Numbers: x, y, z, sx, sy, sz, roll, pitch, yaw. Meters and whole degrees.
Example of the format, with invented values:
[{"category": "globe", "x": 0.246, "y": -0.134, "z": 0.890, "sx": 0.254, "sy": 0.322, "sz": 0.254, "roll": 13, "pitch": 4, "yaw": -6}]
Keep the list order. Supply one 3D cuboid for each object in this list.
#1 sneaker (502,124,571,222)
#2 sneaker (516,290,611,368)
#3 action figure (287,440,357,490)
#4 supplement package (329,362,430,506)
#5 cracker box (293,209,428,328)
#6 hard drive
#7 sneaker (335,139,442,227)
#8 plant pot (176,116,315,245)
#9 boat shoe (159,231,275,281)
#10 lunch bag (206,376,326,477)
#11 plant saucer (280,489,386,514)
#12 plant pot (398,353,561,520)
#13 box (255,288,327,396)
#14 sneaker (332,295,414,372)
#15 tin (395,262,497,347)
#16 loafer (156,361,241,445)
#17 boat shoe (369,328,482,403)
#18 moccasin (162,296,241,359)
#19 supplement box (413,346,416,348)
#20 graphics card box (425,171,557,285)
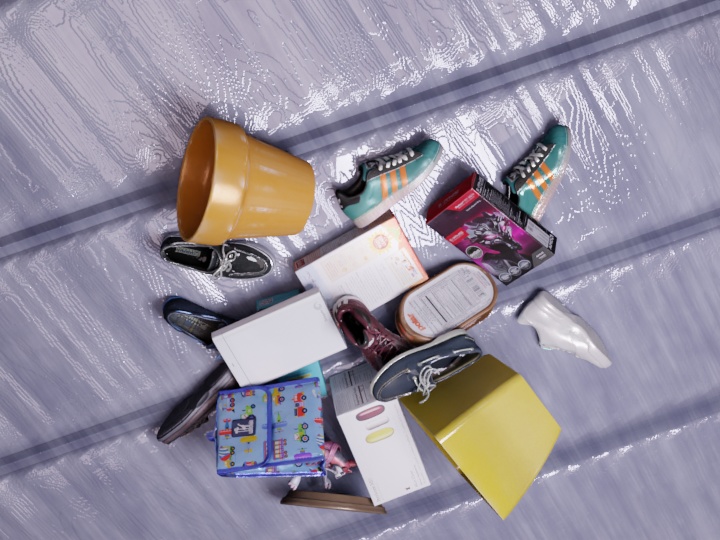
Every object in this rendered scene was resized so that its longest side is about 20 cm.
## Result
[{"category": "sneaker", "x": 0.297, "y": -0.164, "z": 1.523, "sx": 0.080, "sy": 0.071, "sz": 0.200, "roll": 16, "pitch": 107, "yaw": -17}, {"category": "sneaker", "x": 0.379, "y": 0.126, "z": 1.640, "sx": 0.200, "sy": 0.075, "sz": 0.088, "roll": 40, "pitch": 112, "yaw": -11}, {"category": "action figure", "x": -0.098, "y": 0.324, "z": 1.609, "sx": 0.200, "sy": 0.134, "sz": 0.149, "roll": 11, "pitch": 82, "yaw": 12}, {"category": "supplement package", "x": 0.033, "y": 0.291, "z": 1.596, "sx": 0.111, "sy": 0.156, "sz": 0.200, "roll": -21, "pitch": 110, "yaw": 1}, {"category": "cracker box", "x": 0.000, "y": 0.000, "z": 1.547, "sx": 0.200, "sy": 0.058, "sz": 0.134, "roll": -29, "pitch": 110, "yaw": 2}, {"category": "hard drive", "x": -0.139, "y": 0.121, "z": 1.521, "sx": 0.200, "sy": 0.027, "sz": 0.132, "roll": -24, "pitch": 122, "yaw": 1}, {"category": "sneaker", "x": 0.047, "y": -0.163, "z": 1.484, "sx": 0.200, "sy": 0.071, "sz": 0.080, "roll": -40, "pitch": 112, "yaw": 8}, {"category": "plant pot", "x": -0.181, "y": -0.132, "z": 1.422, "sx": 0.183, "sy": 0.200, "sz": 0.200, "roll": 8, "pitch": 108, "yaw": -27}, {"category": "boat shoe", "x": -0.243, "y": -0.021, "z": 1.503, "sx": 0.199, "sy": 0.068, "sz": 0.074, "roll": 16, "pitch": 106, "yaw": -12}, {"category": "lunch bag", "x": -0.164, "y": 0.277, "z": 1.512, "sx": 0.200, "sy": 0.151, "sz": 0.094, "roll": -4, "pitch": 150, "yaw": -3}, {"category": "plant saucer", "x": -0.049, "y": 0.431, "z": 1.630, "sx": 0.200, "sy": 0.200, "sz": 0.030, "roll": 9, "pitch": 74, "yaw": -10}, {"category": "plant pot", "x": 0.215, "y": 0.260, "z": 1.489, "sx": 0.176, "sy": 0.200, "sz": 0.200, "roll": -40, "pitch": 109, "yaw": -5}, {"category": "box", "x": -0.123, "y": 0.140, "z": 1.582, "sx": 0.082, "sy": 0.049, "sz": 0.200, "roll": -15, "pitch": 110, "yaw": -2}, {"category": "sneaker", "x": 0.026, "y": 0.131, "z": 1.483, "sx": 0.200, "sy": 0.116, "sz": 0.076, "roll": 42, "pitch": 97, "yaw": -3}, {"category": "tin", "x": 0.152, "y": 0.059, "z": 1.544, "sx": 0.200, "sy": 0.042, "sz": 0.112, "roll": -31, "pitch": 67, "yaw": -22}, {"category": "loafer", "x": -0.283, "y": 0.252, "z": 1.590, "sx": 0.200, "sy": 0.072, "sz": 0.063, "roll": -45, "pitch": 114, "yaw": 7}, {"category": "boat shoe", "x": 0.111, "y": 0.170, "z": 1.471, "sx": 0.200, "sy": 0.062, "sz": 0.075, "roll": -24, "pitch": 133, "yaw": -15}, {"category": "moccasin", "x": -0.259, "y": 0.117, "z": 1.546, "sx": 0.200, "sy": 0.068, "sz": 0.081, "roll": 22, "pitch": 104, "yaw": -16}, {"category": "supplement box", "x": 0.163, "y": 0.212, "z": 1.614, "sx": 0.131, "sy": 0.103, "sz": 0.200, "roll": -38, "pitch": 108, "yaw": 5}, {"category": "graphics card box", "x": 0.228, "y": -0.069, "z": 1.529, "sx": 0.200, "sy": 0.051, "sz": 0.125, "roll": 36, "pitch": 134, "yaw": -18}]
